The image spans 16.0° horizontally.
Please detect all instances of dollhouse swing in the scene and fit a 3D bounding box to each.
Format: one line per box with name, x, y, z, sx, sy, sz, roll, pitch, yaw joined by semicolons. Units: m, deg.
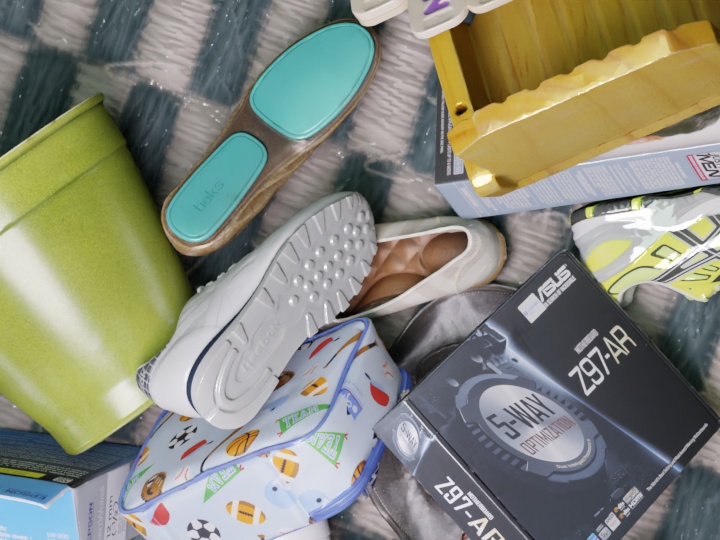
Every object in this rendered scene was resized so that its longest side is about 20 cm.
dollhouse swing;0.133;-0.153;1.578;0.199;0.176;0.182;-23;64;16

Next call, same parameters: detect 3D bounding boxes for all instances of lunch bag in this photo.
lunch bag;-0.059;0.113;1.716;0.199;0.160;0.076;-22;114;31

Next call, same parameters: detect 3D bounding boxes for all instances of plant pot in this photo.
plant pot;-0.202;0.014;1.759;0.200;0.200;0.193;-36;94;13

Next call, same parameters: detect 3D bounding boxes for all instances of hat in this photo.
hat;0.082;0.109;1.727;0.200;0.081;0.202;1;92;15

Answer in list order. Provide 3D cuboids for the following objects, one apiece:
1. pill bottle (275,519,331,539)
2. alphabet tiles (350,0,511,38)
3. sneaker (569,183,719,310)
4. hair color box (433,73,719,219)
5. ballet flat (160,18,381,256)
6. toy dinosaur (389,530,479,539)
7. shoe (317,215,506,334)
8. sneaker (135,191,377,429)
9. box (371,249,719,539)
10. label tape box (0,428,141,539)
pill bottle;-0.031;0.269;1.746;0.110;0.111;0.201;-16;88;15
alphabet tiles;0.083;-0.228;1.688;0.199;0.196;0.015;-23;128;15
sneaker;0.240;-0.022;1.693;0.199;0.075;0.077;-8;97;25
hair color box;0.151;-0.101;1.689;0.199;0.061;0.099;-8;64;20
ballet flat;-0.058;-0.087;1.760;0.068;0.072;0.200;37;85;13
toy dinosaur;0.081;0.245;1.688;0.086;0.136;0.200;-27;113;8
shoe;0.000;0.000;1.758;0.199;0.053;0.070;-15;85;20
sneaker;-0.068;0.016;1.698;0.080;0.200;0.077;11;139;47
box;0.123;0.100;1.648;0.160;0.200;0.044;48;138;2
label tape box;-0.242;0.158;1.755;0.143;0.200;0.066;6;98;15
